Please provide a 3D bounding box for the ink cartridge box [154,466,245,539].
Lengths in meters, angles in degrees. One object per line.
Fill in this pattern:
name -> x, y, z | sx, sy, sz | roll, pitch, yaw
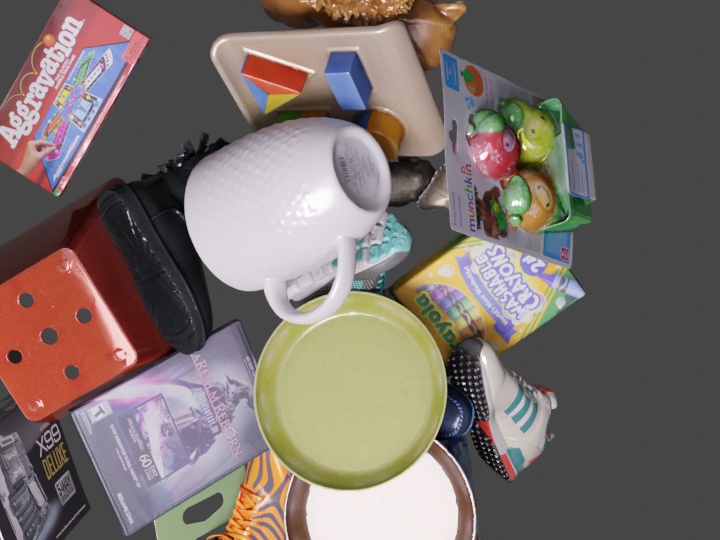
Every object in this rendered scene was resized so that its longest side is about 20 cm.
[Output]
ink cartridge box -> -0.169, 0.193, 1.340 | 0.048, 0.145, 0.202 | -1, 103, 41

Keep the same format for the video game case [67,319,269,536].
video game case -> -0.183, 0.158, 1.268 | 0.199, 0.019, 0.144 | -29, 108, -25

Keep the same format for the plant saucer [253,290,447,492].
plant saucer -> -0.009, 0.122, 1.254 | 0.198, 0.031, 0.202 | -2, 79, 11

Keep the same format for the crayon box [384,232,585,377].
crayon box -> 0.125, 0.029, 1.339 | 0.199, 0.052, 0.126 | -36, 98, 9

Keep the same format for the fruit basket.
fruit basket -> 0.152, -0.109, 1.223 | 0.093, 0.199, 0.187 | -15, 68, 36

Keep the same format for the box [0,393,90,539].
box -> -0.368, 0.229, 1.324 | 0.049, 0.200, 0.159 | -14, 100, 11

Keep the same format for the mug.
mug -> -0.058, -0.048, 1.205 | 0.174, 0.147, 0.202 | -19, 73, 39

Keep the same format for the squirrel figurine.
squirrel figurine -> 0.006, -0.265, 1.208 | 0.186, 0.200, 0.142 | 37, 96, 3

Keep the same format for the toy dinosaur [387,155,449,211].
toy dinosaur -> 0.026, -0.089, 1.293 | 0.198, 0.102, 0.078 | -2, 101, 2

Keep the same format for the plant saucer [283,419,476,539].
plant saucer -> 0.021, 0.252, 1.274 | 0.198, 0.032, 0.202 | 0, 91, 9

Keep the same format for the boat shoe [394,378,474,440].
boat shoe -> 0.021, 0.140, 1.315 | 0.198, 0.068, 0.085 | 9, 89, 29

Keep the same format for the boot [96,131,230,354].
boot -> -0.164, -0.033, 1.279 | 0.073, 0.162, 0.199 | -28, 90, 49

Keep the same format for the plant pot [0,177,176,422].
plant pot -> -0.300, 0.046, 1.296 | 0.199, 0.176, 0.201 | -29, 99, 7

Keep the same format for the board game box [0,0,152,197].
board game box -> -0.317, -0.190, 1.328 | 0.102, 0.019, 0.201 | 32, 101, -3

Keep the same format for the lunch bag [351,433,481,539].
lunch bag -> 0.024, 0.270, 1.361 | 0.198, 0.127, 0.172 | -5, 100, 18

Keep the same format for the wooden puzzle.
wooden puzzle -> -0.030, -0.164, 1.229 | 0.198, 0.047, 0.186 | -2, 145, 20

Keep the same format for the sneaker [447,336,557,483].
sneaker -> 0.159, 0.133, 1.328 | 0.093, 0.070, 0.201 | -32, 127, -17

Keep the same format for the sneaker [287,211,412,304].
sneaker -> 0.000, 0.000, 1.293 | 0.091, 0.199, 0.078 | 33, 59, -25

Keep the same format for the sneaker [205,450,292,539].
sneaker -> -0.124, 0.278, 1.354 | 0.111, 0.077, 0.202 | -14, 113, -37
